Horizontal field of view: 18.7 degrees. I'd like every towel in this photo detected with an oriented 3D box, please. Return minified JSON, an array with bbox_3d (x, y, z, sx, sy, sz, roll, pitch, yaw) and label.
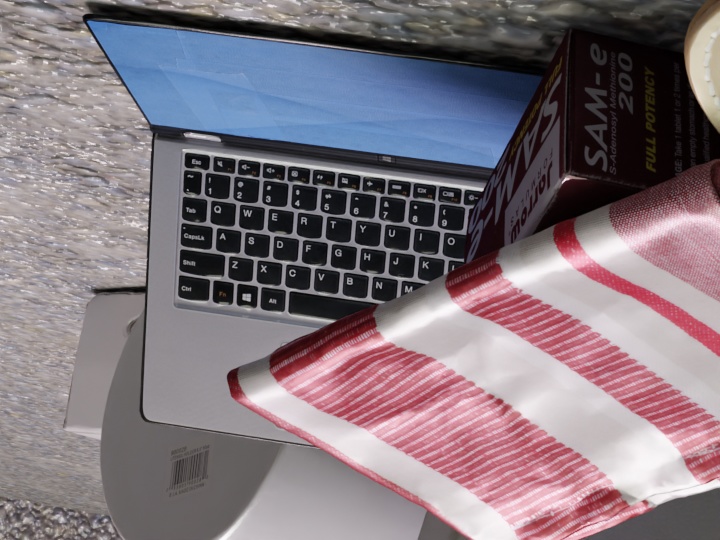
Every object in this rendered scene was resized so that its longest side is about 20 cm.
[{"bbox_3d":[0.074,0.038,0.702,0.200,0.023,0.144,-24,136,37],"label":"towel"}]

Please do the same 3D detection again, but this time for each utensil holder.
[{"bbox_3d":[-0.004,0.087,1.085,0.199,0.171,0.170,22,163,-37],"label":"utensil holder"}]

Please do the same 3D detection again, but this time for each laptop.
[{"bbox_3d":[0.000,0.000,0.798,0.186,0.201,0.116,8,-158,8],"label":"laptop"}]

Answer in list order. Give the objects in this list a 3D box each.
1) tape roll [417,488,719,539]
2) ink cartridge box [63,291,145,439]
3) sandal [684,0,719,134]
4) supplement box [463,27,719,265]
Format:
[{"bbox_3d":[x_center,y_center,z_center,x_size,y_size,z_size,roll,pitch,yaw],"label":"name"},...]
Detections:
[{"bbox_3d":[0.116,0.158,0.953,0.202,0.140,0.203,18,172,2],"label":"tape roll"},{"bbox_3d":[-0.046,0.075,1.251,0.199,0.085,0.145,21,165,-39],"label":"ink cartridge box"},{"bbox_3d":[0.176,-0.001,0.604,0.211,0.070,0.078,35,124,-28],"label":"sandal"},{"bbox_3d":[0.142,-0.004,0.705,0.199,0.061,0.109,12,145,-11],"label":"supplement box"}]
